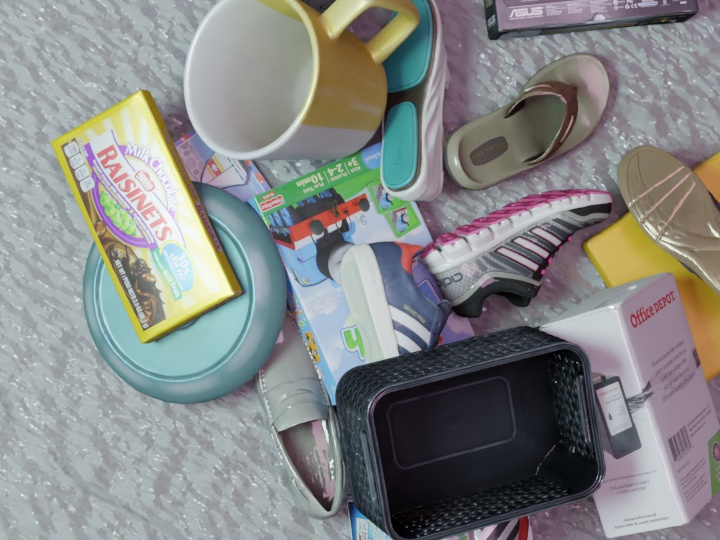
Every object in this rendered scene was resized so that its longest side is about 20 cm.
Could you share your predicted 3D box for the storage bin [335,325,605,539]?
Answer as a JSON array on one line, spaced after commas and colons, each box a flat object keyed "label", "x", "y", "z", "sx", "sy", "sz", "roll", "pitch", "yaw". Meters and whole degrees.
[{"label": "storage bin", "x": 0.091, "y": 0.136, "z": 1.428, "sx": 0.198, "sy": 0.094, "sz": 0.136, "roll": -13, "pitch": 101, "yaw": -15}]

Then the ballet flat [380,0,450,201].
[{"label": "ballet flat", "x": 0.054, "y": -0.156, "z": 1.581, "sx": 0.069, "sy": 0.069, "sz": 0.202, "roll": 5, "pitch": 73, "yaw": -6}]

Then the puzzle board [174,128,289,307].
[{"label": "puzzle board", "x": -0.136, "y": -0.022, "z": 1.577, "sx": 0.150, "sy": 0.017, "sz": 0.201, "roll": -35, "pitch": 92, "yaw": -7}]

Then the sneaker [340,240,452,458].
[{"label": "sneaker", "x": 0.046, "y": 0.070, "z": 1.507, "sx": 0.084, "sy": 0.075, "sz": 0.202, "roll": -10, "pitch": 87, "yaw": -21}]

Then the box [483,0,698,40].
[{"label": "box", "x": 0.211, "y": -0.308, "z": 1.617, "sx": 0.198, "sy": 0.048, "sz": 0.160, "roll": -7, "pitch": 87, "yaw": -7}]

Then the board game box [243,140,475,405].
[{"label": "board game box", "x": 0.000, "y": 0.000, "z": 1.562, "sx": 0.150, "sy": 0.037, "sz": 0.201, "roll": -25, "pitch": 91, "yaw": -26}]

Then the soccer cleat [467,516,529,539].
[{"label": "soccer cleat", "x": 0.112, "y": 0.254, "z": 1.531, "sx": 0.084, "sy": 0.069, "sz": 0.202, "roll": 7, "pitch": 83, "yaw": 2}]

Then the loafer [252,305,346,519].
[{"label": "loafer", "x": -0.053, "y": 0.127, "z": 1.548, "sx": 0.069, "sy": 0.070, "sz": 0.202, "roll": -18, "pitch": 92, "yaw": -12}]

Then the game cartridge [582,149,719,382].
[{"label": "game cartridge", "x": 0.338, "y": -0.006, "z": 1.627, "sx": 0.199, "sy": 0.032, "sz": 0.177, "roll": -33, "pitch": 91, "yaw": -5}]

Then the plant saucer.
[{"label": "plant saucer", "x": -0.164, "y": 0.020, "z": 1.528, "sx": 0.198, "sy": 0.027, "sz": 0.202, "roll": 0, "pitch": 91, "yaw": 17}]

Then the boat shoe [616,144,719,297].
[{"label": "boat shoe", "x": 0.314, "y": -0.032, "z": 1.579, "sx": 0.072, "sy": 0.065, "sz": 0.200, "roll": -45, "pitch": 73, "yaw": 4}]

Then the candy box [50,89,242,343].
[{"label": "candy box", "x": -0.190, "y": -0.048, "z": 1.507, "sx": 0.102, "sy": 0.026, "sz": 0.201, "roll": -27, "pitch": 84, "yaw": 13}]

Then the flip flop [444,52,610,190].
[{"label": "flip flop", "x": 0.163, "y": -0.139, "z": 1.582, "sx": 0.199, "sy": 0.057, "sz": 0.082, "roll": -30, "pitch": 92, "yaw": -27}]

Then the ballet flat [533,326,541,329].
[{"label": "ballet flat", "x": 0.127, "y": 0.083, "z": 1.587, "sx": 0.198, "sy": 0.057, "sz": 0.067, "roll": -14, "pitch": 121, "yaw": -13}]

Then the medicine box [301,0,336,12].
[{"label": "medicine box", "x": -0.042, "y": -0.337, "z": 1.562, "sx": 0.198, "sy": 0.103, "sz": 0.184, "roll": -12, "pitch": 88, "yaw": -6}]

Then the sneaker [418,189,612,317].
[{"label": "sneaker", "x": 0.151, "y": -0.015, "z": 1.579, "sx": 0.199, "sy": 0.074, "sz": 0.088, "roll": -23, "pitch": 101, "yaw": -21}]

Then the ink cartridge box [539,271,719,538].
[{"label": "ink cartridge box", "x": 0.251, "y": 0.118, "z": 1.536, "sx": 0.084, "sy": 0.145, "sz": 0.202, "roll": -16, "pitch": 93, "yaw": 32}]

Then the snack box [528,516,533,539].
[{"label": "snack box", "x": 0.099, "y": 0.236, "z": 1.579, "sx": 0.115, "sy": 0.037, "sz": 0.202, "roll": -7, "pitch": 88, "yaw": -7}]

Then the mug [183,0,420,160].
[{"label": "mug", "x": -0.038, "y": -0.164, "z": 1.508, "sx": 0.185, "sy": 0.153, "sz": 0.151, "roll": -2, "pitch": 84, "yaw": 36}]

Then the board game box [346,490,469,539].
[{"label": "board game box", "x": 0.050, "y": 0.299, "z": 1.529, "sx": 0.034, "sy": 0.126, "sz": 0.202, "roll": -5, "pitch": 87, "yaw": -42}]
